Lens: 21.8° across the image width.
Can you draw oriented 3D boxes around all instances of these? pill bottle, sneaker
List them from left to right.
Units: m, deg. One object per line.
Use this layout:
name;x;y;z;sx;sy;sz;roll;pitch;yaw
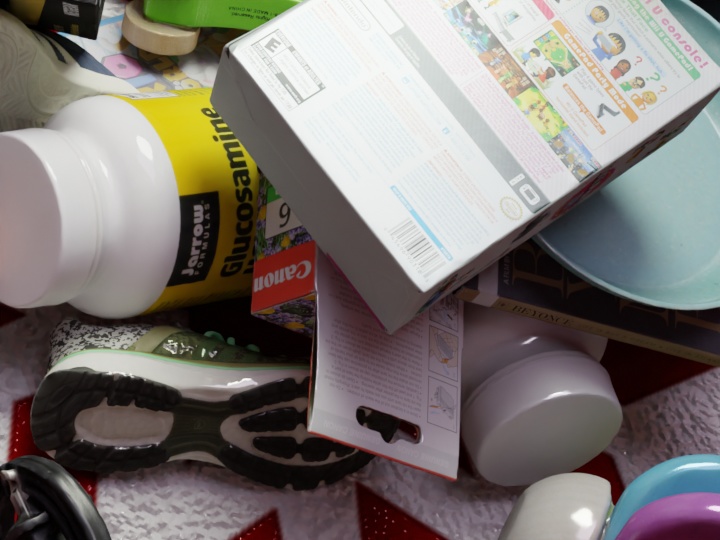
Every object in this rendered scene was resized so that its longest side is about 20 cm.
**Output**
sneaker;-0.194;-0.102;0.969;0.084;0.075;0.200;35;3;30
pill bottle;-0.100;-0.036;0.964;0.199;0.113;0.113;-11;54;-45
sneaker;-0.072;0.053;0.953;0.198;0.077;0.089;9;35;-22
pill bottle;0.069;0.012;1.021;0.110;0.111;0.201;-1;50;-25

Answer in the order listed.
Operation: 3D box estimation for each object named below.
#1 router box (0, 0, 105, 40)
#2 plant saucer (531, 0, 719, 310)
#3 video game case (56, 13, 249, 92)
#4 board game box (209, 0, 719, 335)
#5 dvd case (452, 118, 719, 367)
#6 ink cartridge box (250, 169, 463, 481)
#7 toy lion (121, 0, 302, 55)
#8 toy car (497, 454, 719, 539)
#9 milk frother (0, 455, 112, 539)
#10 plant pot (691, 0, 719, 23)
router box;-0.203;-0.166;0.939;0.156;0.053;0.200;13;0;-8
plant saucer;0.139;-0.064;0.974;0.198;0.036;0.202;12;60;-20
video game case;-0.118;-0.096;1.103;0.199;0.018;0.143;-23;63;-38
board game box;0.052;-0.086;0.887;0.199;0.064;0.148;-33;79;-22
dvd case;0.142;-0.031;0.990;0.198;0.016;0.150;14;60;-19
ink cartridge box;0.000;0.000;0.930;0.109;0.050;0.202;23;61;-41
toy lion;-0.068;-0.196;1.169;0.198;0.069;0.192;12;32;-8
toy car;0.148;0.170;0.882;0.174;0.150;0.201;27;44;1
milk frother;-0.203;0.159;0.694;0.180;0.200;0.188;37;45;6
plant pot;0.238;-0.255;1.305;0.199;0.201;0.197;-1;42;-25
